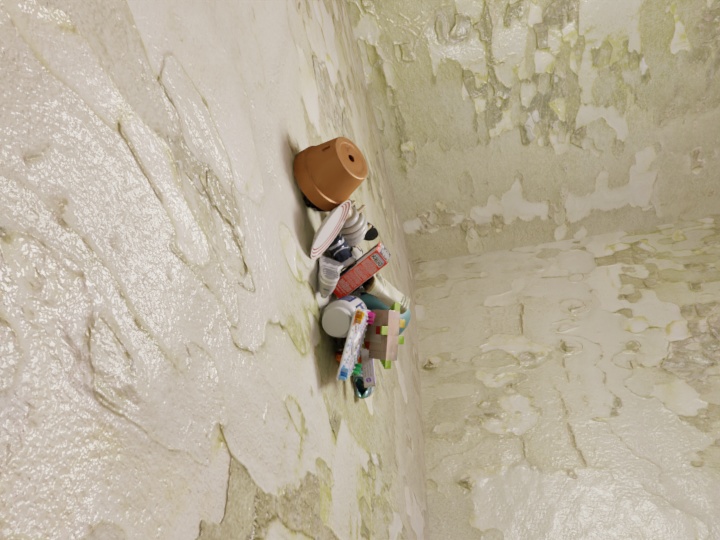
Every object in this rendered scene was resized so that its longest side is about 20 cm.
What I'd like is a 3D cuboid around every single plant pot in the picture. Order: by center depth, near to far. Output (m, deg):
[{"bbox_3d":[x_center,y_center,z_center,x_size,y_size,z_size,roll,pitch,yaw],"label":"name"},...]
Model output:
[{"bbox_3d":[-0.074,-0.288,1.511,0.200,0.140,0.201,32,45,-37],"label":"plant pot"},{"bbox_3d":[0.077,0.157,1.833,0.201,0.161,0.201,50,-26,35],"label":"plant pot"}]

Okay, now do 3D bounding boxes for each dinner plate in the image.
[{"bbox_3d":[-0.092,-0.122,1.524,0.200,0.024,0.200,-55,174,-9],"label":"dinner plate"}]

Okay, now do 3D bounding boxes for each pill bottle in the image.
[{"bbox_3d":[-0.050,0.139,1.565,0.200,0.111,0.112,-18,99,-78],"label":"pill bottle"}]

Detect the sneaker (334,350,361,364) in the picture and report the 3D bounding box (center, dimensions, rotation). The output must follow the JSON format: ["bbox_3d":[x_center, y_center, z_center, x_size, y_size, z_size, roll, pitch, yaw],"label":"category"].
[{"bbox_3d":[-0.031,0.288,1.650,0.200,0.073,0.077,45,41,-69],"label":"sneaker"}]

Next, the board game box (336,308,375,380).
[{"bbox_3d":[-0.008,0.211,1.508,0.200,0.026,0.201,26,79,-76],"label":"board game box"}]

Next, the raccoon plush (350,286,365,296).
[{"bbox_3d":[-0.013,0.013,1.921,0.200,0.096,0.134,59,17,-62],"label":"raccoon plush"}]

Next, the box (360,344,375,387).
[{"bbox_3d":[0.021,0.273,1.696,0.041,0.039,0.201,82,2,-66],"label":"box"}]

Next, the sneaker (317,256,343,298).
[{"bbox_3d":[-0.102,0.017,1.569,0.200,0.074,0.082,-78,-170,-71],"label":"sneaker"}]

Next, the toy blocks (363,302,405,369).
[{"bbox_3d":[0.053,0.199,1.639,0.100,0.136,0.201,9,82,-42],"label":"toy blocks"}]

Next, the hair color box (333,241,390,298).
[{"bbox_3d":[0.000,0.000,1.693,0.064,0.200,0.111,51,16,-7],"label":"hair color box"}]

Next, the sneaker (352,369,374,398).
[{"bbox_3d":[0.007,0.340,1.791,0.086,0.077,0.201,-16,97,-75],"label":"sneaker"}]

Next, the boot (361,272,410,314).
[{"bbox_3d":[0.085,0.069,1.734,0.154,0.072,0.200,34,10,-9],"label":"boot"}]

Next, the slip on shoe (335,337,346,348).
[{"bbox_3d":[-0.035,0.187,1.730,0.200,0.060,0.076,-70,149,-68],"label":"slip on shoe"}]

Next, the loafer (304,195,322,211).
[{"bbox_3d":[-0.117,-0.221,1.617,0.200,0.068,0.071,8,81,-75],"label":"loafer"}]

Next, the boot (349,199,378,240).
[{"bbox_3d":[-0.016,-0.200,1.903,0.200,0.068,0.131,31,34,-35],"label":"boot"}]

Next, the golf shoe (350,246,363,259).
[{"bbox_3d":[-0.047,-0.093,1.891,0.088,0.077,0.201,30,40,-53],"label":"golf shoe"}]

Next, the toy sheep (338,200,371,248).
[{"bbox_3d":[-0.035,-0.149,1.765,0.138,0.137,0.200,-88,162,-44],"label":"toy sheep"}]

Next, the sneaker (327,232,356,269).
[{"bbox_3d":[-0.069,-0.063,1.733,0.109,0.070,0.200,57,-4,-5],"label":"sneaker"}]
